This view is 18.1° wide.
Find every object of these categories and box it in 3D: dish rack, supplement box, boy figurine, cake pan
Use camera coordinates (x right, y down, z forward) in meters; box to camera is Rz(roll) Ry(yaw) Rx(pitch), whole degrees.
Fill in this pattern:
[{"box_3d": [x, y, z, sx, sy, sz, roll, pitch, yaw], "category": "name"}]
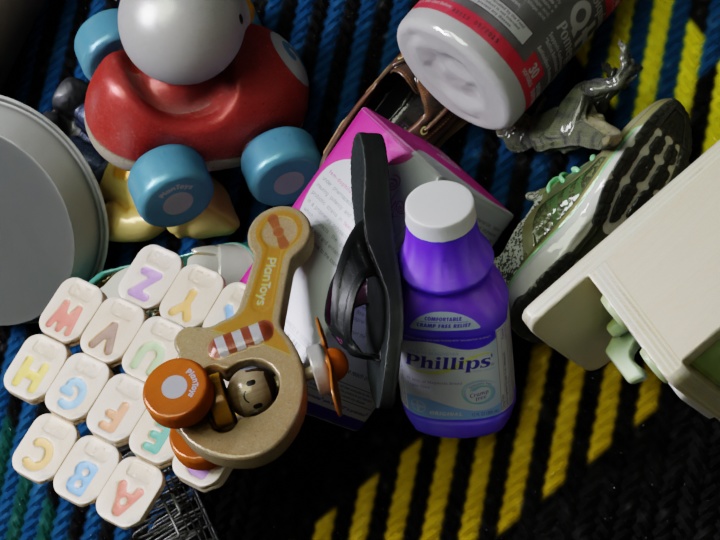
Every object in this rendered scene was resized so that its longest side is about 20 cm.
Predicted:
[{"box_3d": [-0.150, 0.166, 1.653, 0.054, 0.154, 0.201, -29, 61, 2], "category": "dish rack"}, {"box_3d": [0.000, 0.000, 1.635, 0.201, 0.103, 0.101, -54, 50, 11], "category": "supplement box"}, {"box_3d": [-0.178, -0.074, 1.798, 0.200, 0.064, 0.125, 36, 89, 35], "category": "boy figurine"}, {"box_3d": [-0.296, -0.042, 1.794, 0.199, 0.037, 0.202, 10, 117, 19], "category": "cake pan"}]

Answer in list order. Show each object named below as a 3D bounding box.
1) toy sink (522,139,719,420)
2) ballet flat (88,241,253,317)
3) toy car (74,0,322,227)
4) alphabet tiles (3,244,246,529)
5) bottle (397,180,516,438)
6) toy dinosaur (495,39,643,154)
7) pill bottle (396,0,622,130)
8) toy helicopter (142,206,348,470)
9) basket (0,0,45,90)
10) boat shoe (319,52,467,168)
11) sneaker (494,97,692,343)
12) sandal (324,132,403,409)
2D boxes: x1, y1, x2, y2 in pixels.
[{"box_3d": [0.230, 0.023, 1.502, 0.200, 0.130, 0.112, -40, 59, 10], "category": "toy sink"}, {"box_3d": [-0.132, 0.015, 1.737, 0.199, 0.070, 0.068, -14, 67, 24], "category": "ballet flat"}, {"box_3d": [-0.117, -0.171, 1.688, 0.176, 0.201, 0.185, -11, 53, -18], "category": "toy car"}, {"box_3d": [-0.158, 0.079, 1.607, 0.199, 0.015, 0.196, 23, 73, 28], "category": "alphabet tiles"}, {"box_3d": [0.062, 0.028, 1.550, 0.083, 0.201, 0.066, 0, 43, 8], "category": "bottle"}, {"box_3d": [0.162, -0.116, 1.605, 0.088, 0.047, 0.200, -49, 17, -9], "category": "toy dinosaur"}, {"box_3d": [0.127, -0.207, 1.629, 0.110, 0.111, 0.200, 30, 70, 33], "category": "pill bottle"}, {"box_3d": [-0.061, 0.043, 1.544, 0.131, 0.079, 0.201, 3, 59, 17], "category": "toy helicopter"}, {"box_3d": [-0.353, -0.204, 1.900, 0.180, 0.136, 0.201, 28, 84, 37], "category": "basket"}, {"box_3d": [0.046, -0.132, 1.691, 0.070, 0.070, 0.201, 36, 91, 35], "category": "boat shoe"}, {"box_3d": [0.153, -0.050, 1.608, 0.200, 0.077, 0.089, -50, 46, 1], "category": "sneaker"}, {"box_3d": [-0.002, 0.002, 1.523, 0.048, 0.075, 0.202, -1, 63, -10], "category": "sandal"}]
